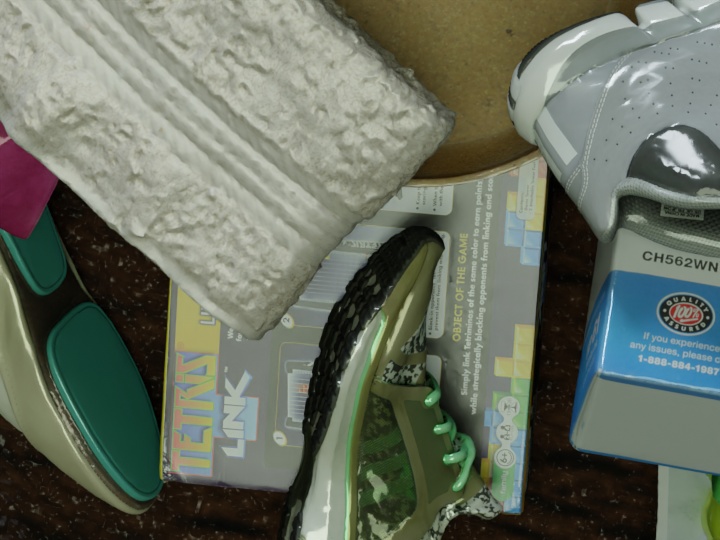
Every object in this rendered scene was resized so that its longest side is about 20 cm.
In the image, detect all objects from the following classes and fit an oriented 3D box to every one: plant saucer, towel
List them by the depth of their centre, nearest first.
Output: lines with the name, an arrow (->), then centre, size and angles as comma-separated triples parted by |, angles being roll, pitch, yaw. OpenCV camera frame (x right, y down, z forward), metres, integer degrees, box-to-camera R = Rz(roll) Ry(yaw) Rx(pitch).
towel -> -0.073, -0.081, 1.209 | 0.200, 0.034, 0.133 | 42, 110, -4
plant saucer -> 0.032, -0.128, 1.261 | 0.200, 0.035, 0.201 | -2, 76, 10

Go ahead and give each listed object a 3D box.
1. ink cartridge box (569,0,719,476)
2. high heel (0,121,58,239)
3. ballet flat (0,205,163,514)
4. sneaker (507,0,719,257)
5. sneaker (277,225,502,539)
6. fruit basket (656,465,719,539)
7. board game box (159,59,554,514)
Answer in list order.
ink cartridge box -> 0.174, -0.019, 1.239 | 0.144, 0.085, 0.201 | 10, 63, 2
high heel -> -0.099, -0.100, 1.260 | 0.200, 0.067, 0.096 | -36, 108, 5
ballet flat -> -0.151, 0.021, 1.347 | 0.069, 0.069, 0.200 | -21, 97, 9
sneaker -> 0.167, -0.064, 1.172 | 0.200, 0.075, 0.116 | -25, 62, -3
sneaker -> 0.020, 0.077, 1.285 | 0.088, 0.077, 0.201 | 10, 109, -10
fruit basket -> 0.220, 0.123, 1.314 | 0.185, 0.094, 0.201 | 2, 105, 5
board game box -> 0.000, 0.000, 1.326 | 0.165, 0.057, 0.201 | 6, 103, 6
